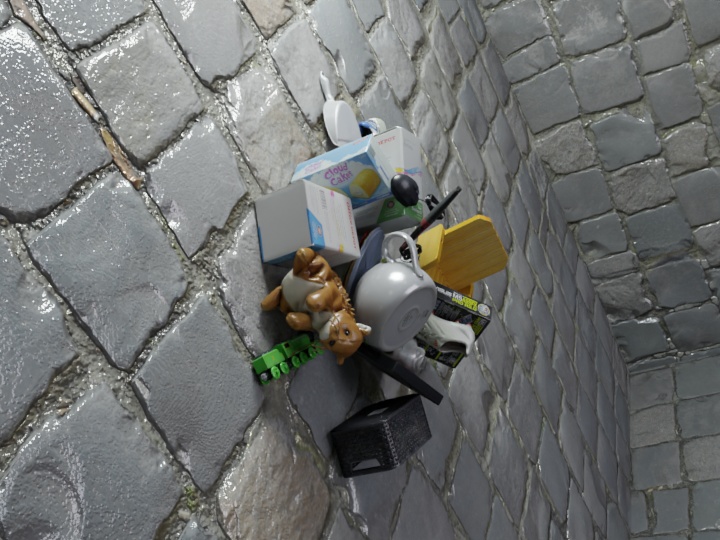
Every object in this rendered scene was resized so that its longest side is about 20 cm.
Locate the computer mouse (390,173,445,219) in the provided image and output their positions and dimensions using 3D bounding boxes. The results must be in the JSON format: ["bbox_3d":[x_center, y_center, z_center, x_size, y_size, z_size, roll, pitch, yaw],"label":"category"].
[{"bbox_3d":[0.129,-0.154,1.625,0.198,0.033,0.060,21,63,-49],"label":"computer mouse"}]

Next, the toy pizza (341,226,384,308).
[{"bbox_3d":[0.000,0.000,1.656,0.202,0.031,0.203,89,26,-58],"label":"toy pizza"}]

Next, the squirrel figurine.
[{"bbox_3d":[-0.058,0.075,1.432,0.187,0.142,0.199,44,13,15],"label":"squirrel figurine"}]

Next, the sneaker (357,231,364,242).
[{"bbox_3d":[-0.004,-0.144,1.779,0.116,0.074,0.203,53,39,-33],"label":"sneaker"}]

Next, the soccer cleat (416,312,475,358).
[{"bbox_3d":[0.161,0.139,1.727,0.070,0.194,0.079,100,5,-54],"label":"soccer cleat"}]

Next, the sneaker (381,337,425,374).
[{"bbox_3d":[0.087,0.174,1.715,0.200,0.079,0.072,-166,-81,-82],"label":"sneaker"}]

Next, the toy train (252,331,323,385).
[{"bbox_3d":[-0.131,0.156,1.419,0.057,0.041,0.199,62,28,3],"label":"toy train"}]

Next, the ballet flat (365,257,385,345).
[{"bbox_3d":[0.041,0.072,1.703,0.066,0.066,0.206,-3,103,-43],"label":"ballet flat"}]

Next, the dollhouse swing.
[{"bbox_3d":[0.247,0.002,1.827,0.202,0.172,0.184,58,32,-33],"label":"dollhouse swing"}]

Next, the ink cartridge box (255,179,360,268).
[{"bbox_3d":[-0.095,-0.079,1.519,0.199,0.123,0.132,15,62,-59],"label":"ink cartridge box"}]

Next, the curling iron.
[{"bbox_3d":[0.150,-0.099,1.637,0.049,0.202,0.026,32,16,-13],"label":"curling iron"}]

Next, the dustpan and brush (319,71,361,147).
[{"bbox_3d":[-0.058,-0.382,1.839,0.139,0.056,0.206,-8,89,-63],"label":"dustpan and brush"}]

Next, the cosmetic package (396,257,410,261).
[{"bbox_3d":[0.098,0.025,1.833,0.199,0.105,0.087,-31,102,-60],"label":"cosmetic package"}]

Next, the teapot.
[{"bbox_3d":[0.054,0.052,1.577,0.146,0.199,0.199,42,-12,29],"label":"teapot"}]

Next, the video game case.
[{"bbox_3d":[0.062,0.204,1.617,0.026,0.179,0.199,-57,135,-7],"label":"video game case"}]

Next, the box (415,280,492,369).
[{"bbox_3d":[0.196,0.131,1.801,0.157,0.202,0.045,22,44,-6],"label":"box"}]

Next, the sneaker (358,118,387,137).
[{"bbox_3d":[0.037,-0.287,1.944,0.084,0.076,0.205,-7,74,-51],"label":"sneaker"}]

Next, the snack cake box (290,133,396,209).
[{"bbox_3d":[-0.035,-0.191,1.611,0.116,0.196,0.068,53,36,-30],"label":"snack cake box"}]

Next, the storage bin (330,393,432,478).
[{"bbox_3d":[0.044,0.327,1.539,0.199,0.133,0.096,-19,91,-62],"label":"storage bin"}]

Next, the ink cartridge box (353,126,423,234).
[{"bbox_3d":[0.058,-0.192,1.690,0.087,0.143,0.206,16,67,-49],"label":"ink cartridge box"}]
